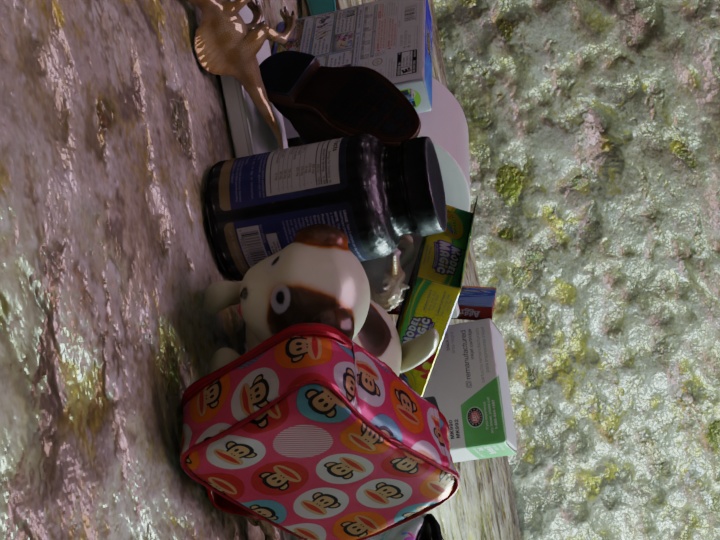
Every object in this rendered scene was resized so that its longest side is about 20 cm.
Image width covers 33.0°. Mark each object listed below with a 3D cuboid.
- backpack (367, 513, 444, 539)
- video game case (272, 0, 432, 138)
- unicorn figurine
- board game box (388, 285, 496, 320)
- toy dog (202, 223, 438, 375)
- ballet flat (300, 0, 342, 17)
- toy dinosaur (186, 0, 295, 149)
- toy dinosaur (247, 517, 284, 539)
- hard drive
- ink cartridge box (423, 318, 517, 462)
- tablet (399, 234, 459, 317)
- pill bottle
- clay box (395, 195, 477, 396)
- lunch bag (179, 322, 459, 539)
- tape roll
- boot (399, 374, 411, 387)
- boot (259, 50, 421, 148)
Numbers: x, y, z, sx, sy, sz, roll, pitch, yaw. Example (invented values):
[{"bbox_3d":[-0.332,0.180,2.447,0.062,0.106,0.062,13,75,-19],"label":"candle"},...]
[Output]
[{"bbox_3d":[0.014,0.316,1.144,0.167,0.126,0.201,84,18,-57],"label":"backpack"},{"bbox_3d":[-0.011,-0.232,1.364,0.201,0.180,0.046,-85,162,-50],"label":"video game case"},{"bbox_3d":[0.000,0.000,1.209,0.074,0.200,0.138,39,41,-24],"label":"unicorn figurine"},{"bbox_3d":[0.060,0.033,1.450,0.103,0.199,0.020,-55,148,-73],"label":"board game box"},{"bbox_3d":[-0.037,0.054,1.003,0.200,0.193,0.140,77,18,-61],"label":"toy dog"},{"bbox_3d":[-0.042,-0.299,1.567,0.062,0.067,0.201,80,6,-61],"label":"ballet flat"},{"bbox_3d":[-0.112,-0.215,1.138,0.101,0.058,0.200,-50,127,-28],"label":"toy dinosaur"},{"bbox_3d":[-0.070,0.280,1.005,0.088,0.047,0.201,-61,144,-82],"label":"toy dinosaur"},{"bbox_3d":[-0.109,-0.178,1.225,0.132,0.026,0.201,-33,113,-77],"label":"hard drive"},{"bbox_3d":[0.070,0.149,1.405,0.084,0.199,0.147,43,38,-67],"label":"ink cartridge box"},{"bbox_3d":[0.013,-0.016,1.324,0.014,0.199,0.131,-44,131,-35],"label":"tablet"},{"bbox_3d":[-0.028,-0.059,1.084,0.112,0.199,0.113,-9,90,-78],"label":"pill bottle"},{"bbox_3d":[0.068,0.025,1.206,0.115,0.047,0.201,-74,179,-48],"label":"clay box"},{"bbox_3d":[-0.040,0.140,0.936,0.200,0.176,0.082,41,28,-38],"label":"lunch bag"},{"bbox_3d":[0.028,-0.118,1.411,0.140,0.202,0.203,-85,161,-50],"label":"tape roll"},{"bbox_3d":[-0.040,0.135,1.149,0.200,0.069,0.174,41,48,-5],"label":"boot"},{"bbox_3d":[-0.009,-0.145,1.183,0.075,0.200,0.097,-49,143,-15],"label":"boot"}]
